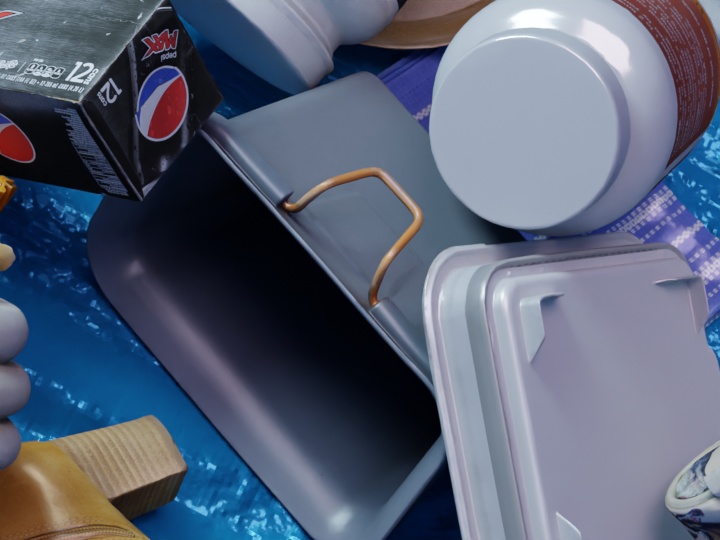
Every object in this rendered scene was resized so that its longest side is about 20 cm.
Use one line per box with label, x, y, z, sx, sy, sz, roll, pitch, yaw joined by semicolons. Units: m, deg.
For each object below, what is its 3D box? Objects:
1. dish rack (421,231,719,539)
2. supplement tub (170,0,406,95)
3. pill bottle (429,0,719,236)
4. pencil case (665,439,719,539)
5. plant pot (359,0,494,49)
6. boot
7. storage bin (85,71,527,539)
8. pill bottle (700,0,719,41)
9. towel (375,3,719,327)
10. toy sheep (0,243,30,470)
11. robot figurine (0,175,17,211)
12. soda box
dish rack;0.109;0.067;1.282;0.200;0.043;0.172;-6;84;-55
supplement tub;-0.010;-0.197;1.372;0.140;0.140;0.200;38;82;7
pill bottle;0.096;-0.079;1.329;0.112;0.112;0.200;37;19;6
pencil case;0.205;0.153;1.269;0.200;0.078;0.089;60;12;-12
plant pot;0.020;-0.208;1.459;0.199;0.027;0.201;0;84;-5
boot;-0.111;0.160;1.219;0.144;0.071;0.202;-22;63;-24
storage bin;0.000;0.000;1.318;0.200;0.146;0.134;47;46;12
pill bottle;0.270;-0.190;1.537;0.199;0.114;0.115;-18;67;-28
towel;0.084;-0.032;1.428;0.145;0.024;0.200;-35;75;-32
toy sheep;-0.200;0.058;1.169;0.137;0.138;0.201;15;94;-10
robot figurine;-0.257;-0.048;1.263;0.200;0.145;0.058;33;22;3
soda box;-0.161;-0.087;1.280;0.199;0.063;0.071;12;54;38
